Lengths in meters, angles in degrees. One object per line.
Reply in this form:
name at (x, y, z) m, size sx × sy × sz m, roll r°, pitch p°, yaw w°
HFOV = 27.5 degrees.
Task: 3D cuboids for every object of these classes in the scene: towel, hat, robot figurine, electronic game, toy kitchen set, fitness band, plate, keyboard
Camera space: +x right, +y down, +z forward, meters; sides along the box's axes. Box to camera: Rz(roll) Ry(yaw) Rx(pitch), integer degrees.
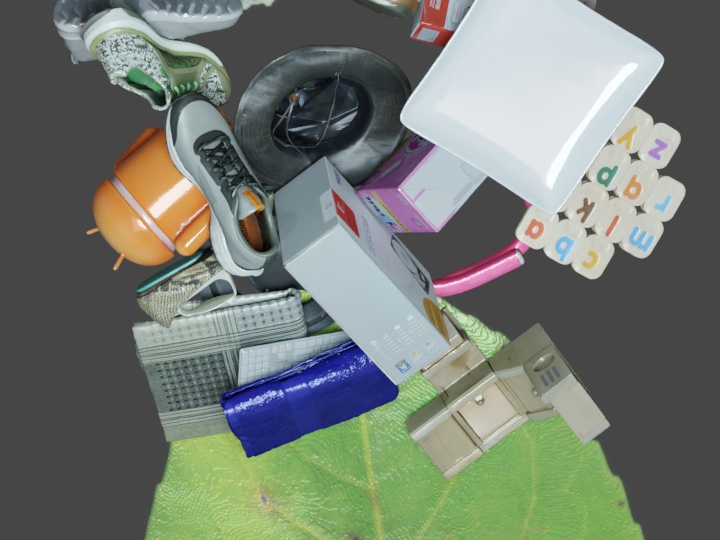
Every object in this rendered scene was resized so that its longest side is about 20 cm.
towel at (-0.154, 0.109, 1.710) m, size 0.199 × 0.035 × 0.193 m, roll -10°, pitch 129°, yaw -1°
hat at (-0.048, -0.177, 1.597) m, size 0.200 × 0.081 × 0.201 m, roll -10°, pitch 127°, yaw -14°
robot figurine at (-0.208, -0.087, 1.600) m, size 0.200 × 0.117 × 0.144 m, roll -41°, pitch 91°, yaw -4°
towel at (-0.057, 0.142, 1.687) m, size 0.199 × 0.050 × 0.148 m, roll -20°, pitch 154°, yaw -4°
electronic game at (-0.093, -0.009, 1.682) m, size 0.199 × 0.042 × 0.201 m, roll -1°, pitch 118°, yaw -1°
toy kitchen set at (0.139, 0.142, 1.677) m, size 0.200 × 0.180 × 0.163 m, roll -37°, pitch 107°, yaw 5°
fitness band at (0.111, -0.050, 1.683) m, size 0.200 × 0.037 × 0.144 m, roll -24°, pitch 109°, yaw 4°
plate at (0.171, -0.186, 1.487) m, size 0.200 × 0.032 × 0.200 m, roll 30°, pitch 108°, yaw -14°
keyboard at (-0.048, 0.098, 1.696) m, size 0.199 × 0.011 × 0.056 m, roll -9°, pitch 126°, yaw -26°

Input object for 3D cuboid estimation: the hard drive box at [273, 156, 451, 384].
hard drive box at (0.000, 0.000, 1.576) m, size 0.077 × 0.156 × 0.200 m, roll -36°, pitch 120°, yaw 14°

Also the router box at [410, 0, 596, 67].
router box at (0.159, -0.318, 1.533) m, size 0.179 × 0.049 × 0.201 m, roll 13°, pitch 77°, yaw -8°

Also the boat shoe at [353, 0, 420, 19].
boat shoe at (-0.019, -0.329, 1.517) m, size 0.200 × 0.076 × 0.074 m, roll 34°, pitch 98°, yaw 22°

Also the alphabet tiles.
alphabet tiles at (0.269, -0.097, 1.671) m, size 0.200 × 0.015 × 0.196 m, roll 27°, pitch 97°, yaw -19°

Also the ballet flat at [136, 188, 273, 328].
ballet flat at (-0.154, -0.006, 1.614) m, size 0.200 × 0.068 × 0.075 m, roll -38°, pitch 102°, yaw 12°

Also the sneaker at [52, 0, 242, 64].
sneaker at (-0.226, -0.268, 1.580) m, size 0.199 × 0.075 × 0.082 m, roll -7°, pitch 145°, yaw -6°

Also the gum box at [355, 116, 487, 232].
gum box at (0.100, -0.133, 1.575) m, size 0.066 × 0.113 × 0.200 m, roll 47°, pitch 75°, yaw -17°

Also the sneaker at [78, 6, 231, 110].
sneaker at (-0.209, -0.196, 1.543) m, size 0.077 × 0.089 × 0.200 m, roll -31°, pitch 150°, yaw 29°

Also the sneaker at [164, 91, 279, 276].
sneaker at (-0.134, -0.093, 1.511) m, size 0.074 × 0.079 × 0.201 m, roll -28°, pitch 99°, yaw -30°
